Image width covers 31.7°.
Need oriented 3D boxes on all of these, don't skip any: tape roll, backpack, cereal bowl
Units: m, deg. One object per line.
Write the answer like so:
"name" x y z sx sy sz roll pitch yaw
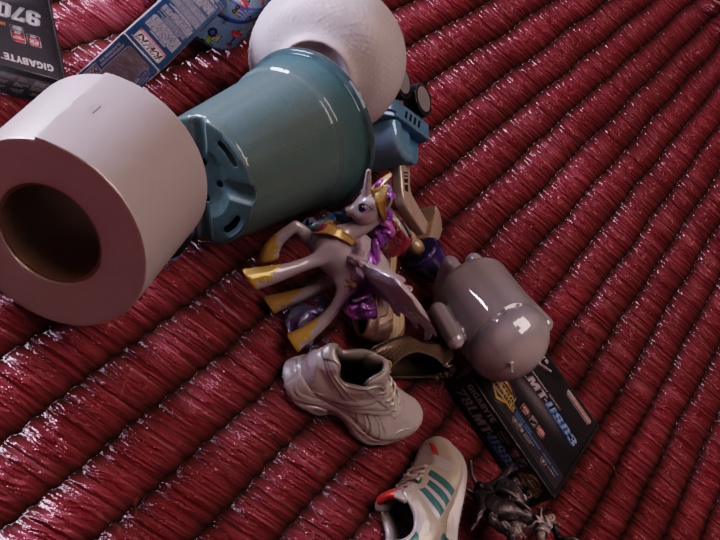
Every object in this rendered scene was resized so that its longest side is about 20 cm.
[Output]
"tape roll" -0.264 -0.068 1.208 0.203 0.202 0.139 48 36 -13
"backpack" -0.175 -0.389 1.623 0.183 0.134 0.200 47 39 -12
"cereal bowl" -0.047 -0.251 1.547 0.200 0.200 0.083 48 28 -12

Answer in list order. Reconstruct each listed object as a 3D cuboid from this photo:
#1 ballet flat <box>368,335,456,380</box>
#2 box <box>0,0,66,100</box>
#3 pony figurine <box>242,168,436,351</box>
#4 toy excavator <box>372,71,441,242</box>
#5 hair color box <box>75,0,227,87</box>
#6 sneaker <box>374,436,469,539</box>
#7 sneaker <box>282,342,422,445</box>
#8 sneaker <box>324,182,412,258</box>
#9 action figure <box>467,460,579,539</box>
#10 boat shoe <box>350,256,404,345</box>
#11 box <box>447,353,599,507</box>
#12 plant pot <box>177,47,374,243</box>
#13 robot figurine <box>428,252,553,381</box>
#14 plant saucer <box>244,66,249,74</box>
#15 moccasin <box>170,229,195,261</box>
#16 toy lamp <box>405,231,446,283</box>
"ballet flat" 0.062 0.116 1.574 0.200 0.067 0.047 4 52 -56
"box" -0.413 -0.271 1.319 0.199 0.046 0.160 10 56 -47
"pony figurine" -0.014 0.002 1.456 0.194 0.199 0.167 58 -3 -29
"toy excavator" 0.047 -0.151 1.716 0.194 0.099 0.201 28 58 -56
"hair color box" -0.241 -0.269 1.477 0.061 0.100 0.200 48 36 -14
"sneaker" 0.066 0.259 1.459 0.093 0.070 0.201 38 40 -26
"sneaker" 0.011 0.140 1.460 0.199 0.099 0.078 25 46 -37
"sneaker" -0.010 -0.098 1.573 0.200 0.081 0.075 43 45 12
"action figure" 0.198 0.320 1.551 0.199 0.102 0.119 33 43 12
"boat shoe" 0.000 0.000 1.586 0.072 0.072 0.201 13 57 -42
"box" 0.225 0.187 1.727 0.201 0.050 0.198 55 37 -2
"plant pot" -0.119 -0.132 1.455 0.196 0.200 0.201 -34 90 -46
"robot figurine" 0.170 0.063 1.645 0.169 0.113 0.200 -9 45 -28
"plant saucer" -0.072 -0.205 1.689 0.200 0.032 0.201 31 42 -32
"moccasin" -0.239 -0.108 1.381 0.201 0.068 0.080 56 35 -1
"toy lamp" 0.049 -0.060 1.689 0.200 0.058 0.058 48 35 -23
